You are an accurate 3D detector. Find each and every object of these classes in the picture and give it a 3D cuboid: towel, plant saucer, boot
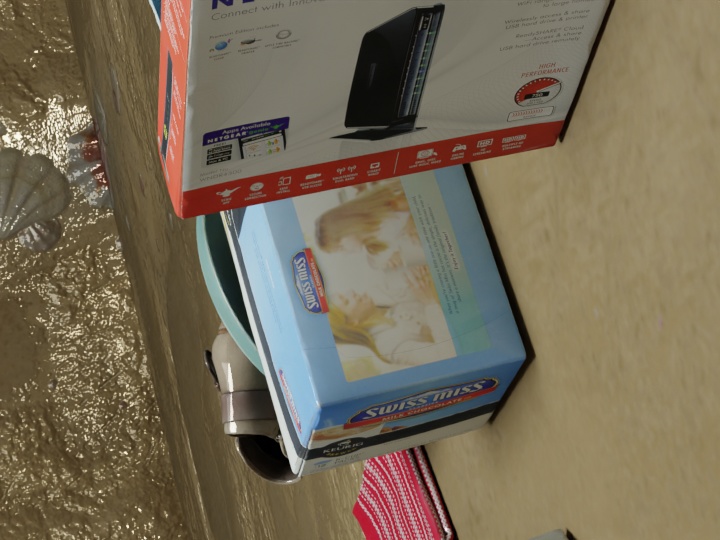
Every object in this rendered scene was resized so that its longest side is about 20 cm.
[{"bbox_3d":[0.031,0.195,1.340,0.201,0.022,0.145,98,155,-55],"label":"towel"},{"bbox_3d":[-0.045,0.008,1.185,0.027,0.199,0.202,-29,67,31],"label":"plant saucer"},{"bbox_3d":[-0.047,0.080,1.241,0.200,0.070,0.147,39,-132,-52],"label":"boot"}]

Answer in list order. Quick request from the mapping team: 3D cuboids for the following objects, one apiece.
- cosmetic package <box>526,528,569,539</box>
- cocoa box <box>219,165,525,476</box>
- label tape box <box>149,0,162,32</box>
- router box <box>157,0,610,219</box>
[{"bbox_3d":[0.104,0.265,0.975,0.107,0.089,0.202,-132,30,-66],"label":"cosmetic package"},{"bbox_3d":[0.000,0.000,1.057,0.131,0.132,0.201,110,145,-65],"label":"cocoa box"},{"bbox_3d":[-0.063,-0.177,0.975,0.066,0.199,0.144,-34,77,49],"label":"label tape box"},{"bbox_3d":[0.009,-0.107,0.790,0.180,0.198,0.049,102,153,-60],"label":"router box"}]
